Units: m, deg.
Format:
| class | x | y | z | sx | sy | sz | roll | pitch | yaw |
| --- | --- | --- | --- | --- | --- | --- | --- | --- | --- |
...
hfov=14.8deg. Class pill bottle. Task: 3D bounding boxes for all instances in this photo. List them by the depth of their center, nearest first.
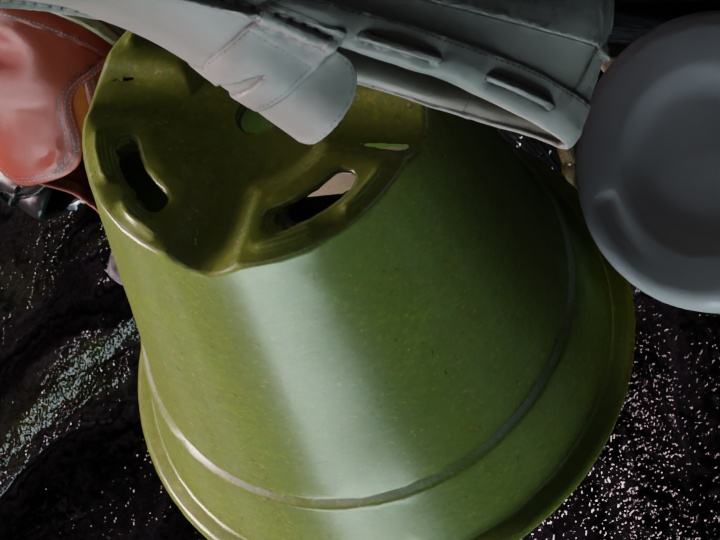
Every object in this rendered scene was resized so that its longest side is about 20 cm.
| class | x | y | z | sx | sy | sz | roll | pitch | yaw |
| --- | --- | --- | --- | --- | --- | --- | --- | --- | --- |
| pill bottle | 0.175 | -0.036 | 1.087 | 0.111 | 0.112 | 0.200 | 4 | 179 | 31 |

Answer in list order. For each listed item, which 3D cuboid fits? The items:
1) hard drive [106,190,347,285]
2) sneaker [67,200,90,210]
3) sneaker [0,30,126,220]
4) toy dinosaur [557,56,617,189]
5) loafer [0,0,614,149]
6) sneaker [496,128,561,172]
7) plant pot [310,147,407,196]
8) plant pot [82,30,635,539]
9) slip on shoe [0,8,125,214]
| class | x | y | z | sx | sy | sz | roll | pitch | yaw |
| --- | --- | --- | --- | --- | --- | --- | --- | --- | --- |
| hard drive | 0.000 | 0.000 | 1.235 | 0.139 | 0.033 | 0.200 | 18 | -167 | 28 |
| sneaker | -0.167 | -0.076 | 1.282 | 0.199 | 0.078 | 0.086 | -13 | 136 | 14 |
| sneaker | -0.157 | -0.069 | 1.199 | 0.199 | 0.091 | 0.076 | 5 | -176 | 25 |
| toy dinosaur | 0.117 | -0.043 | 1.211 | 0.058 | 0.102 | 0.200 | 0 | -176 | -22 |
| loafer | -0.018 | -0.072 | 0.805 | 0.199 | 0.070 | 0.070 | 4 | 180 | -19 |
| sneaker | 0.108 | -0.063 | 1.406 | 0.104 | 0.060 | 0.200 | -34 | 167 | -27 |
| plant pot | -0.006 | -0.034 | 1.516 | 0.199 | 0.135 | 0.200 | 3 | 179 | 0 |
| plant pot | -0.013 | -0.011 | 0.997 | 0.199 | 0.201 | 0.190 | 4 | 154 | 17 |
| slip on shoe | -0.124 | -0.066 | 1.069 | 0.074 | 0.061 | 0.200 | -4 | 155 | 35 |
